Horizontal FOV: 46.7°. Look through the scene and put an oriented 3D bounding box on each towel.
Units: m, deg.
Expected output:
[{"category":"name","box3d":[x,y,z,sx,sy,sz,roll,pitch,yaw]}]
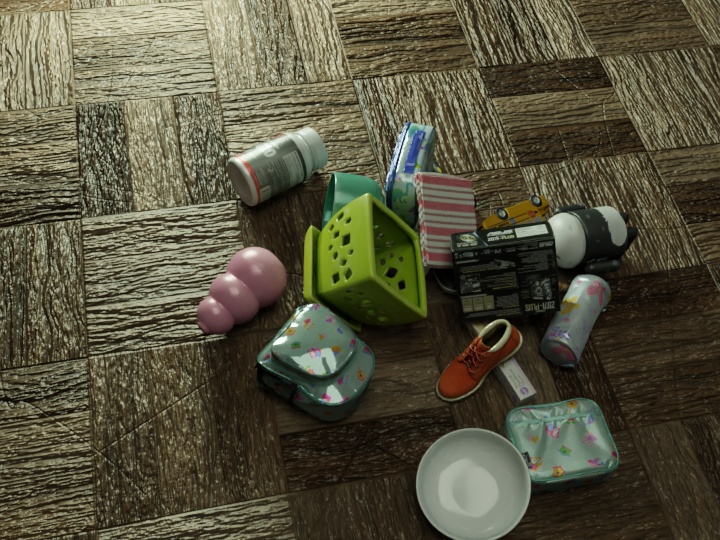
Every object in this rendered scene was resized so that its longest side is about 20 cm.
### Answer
[{"category":"towel","box3d":[0.178,-0.100,1.717,0.146,0.030,0.201,3,79,-34]}]

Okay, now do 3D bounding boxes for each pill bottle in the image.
[{"category":"pill bottle","box3d":[-0.180,-0.232,1.824,0.200,0.114,0.114,-30,64,-23]}]

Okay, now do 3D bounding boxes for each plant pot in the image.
[{"category":"plant pot","box3d":[0.000,0.000,1.627,0.181,0.200,0.199,-21,53,27]}]

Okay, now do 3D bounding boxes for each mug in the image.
[{"category":"mug","box3d":[-0.012,-0.136,1.756,0.114,0.152,0.185,8,54,-10]}]

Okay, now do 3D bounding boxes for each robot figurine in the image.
[{"category":"robot figurine","box3d":[0.486,-0.070,1.781,0.199,0.125,0.150,-9,17,-18]}]

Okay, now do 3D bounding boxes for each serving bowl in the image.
[{"category":"serving bowl","box3d":[0.201,0.385,1.476,0.199,0.066,0.201,-5,62,10]}]

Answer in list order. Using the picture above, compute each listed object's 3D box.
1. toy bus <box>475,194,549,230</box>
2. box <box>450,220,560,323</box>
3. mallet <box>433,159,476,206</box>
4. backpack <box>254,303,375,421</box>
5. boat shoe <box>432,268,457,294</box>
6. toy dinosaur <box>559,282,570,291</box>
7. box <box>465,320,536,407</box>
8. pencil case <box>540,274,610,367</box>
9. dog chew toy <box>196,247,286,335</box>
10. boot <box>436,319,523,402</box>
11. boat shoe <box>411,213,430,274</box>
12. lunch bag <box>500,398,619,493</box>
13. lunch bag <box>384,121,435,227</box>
[{"category":"toy bus","box3d":[0.330,-0.098,1.802,0.200,0.065,0.078,-21,72,-32]},{"category":"box","box3d":[0.286,0.004,1.646,0.199,0.164,0.086,-8,24,8]},{"category":"mallet","box3d":[0.183,-0.203,1.894,0.066,0.041,0.200,-27,58,-19]},{"category":"backpack","box3d":[-0.073,0.173,1.551,0.200,0.153,0.176,36,55,8]},{"category":"boat shoe","box3d":[0.195,-0.042,1.771,0.074,0.062,0.200,8,58,-3]},{"category":"toy dinosaur","box3d":[0.379,0.018,1.741,0.200,0.060,0.106,35,91,-15]},{"category":"box","box3d":[0.276,0.175,1.650,0.041,0.039,0.200,-21,61,-16]},{"category":"pencil case","box3d":[0.438,0.100,1.691,0.083,0.091,0.200,0,43,44]},{"category":"dog chew toy","box3d":[-0.240,0.047,1.637,0.124,0.125,0.200,38,70,18]},{"category":"boot","box3d":[0.217,0.168,1.586,0.200,0.107,0.075,-42,64,1]},{"category":"boat shoe","box3d":[0.126,-0.066,1.752,0.071,0.072,0.200,31,65,-21]},{"category":"lunch bag","box3d":[0.362,0.320,1.541,0.199,0.077,0.161,-6,58,-10]},{"category":"lunch bag","box3d":[0.109,-0.212,1.809,0.082,0.161,0.200,12,61,9]}]
